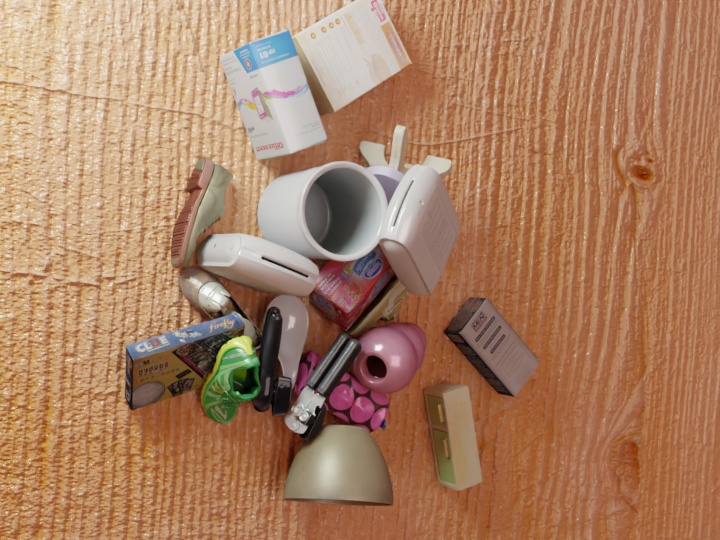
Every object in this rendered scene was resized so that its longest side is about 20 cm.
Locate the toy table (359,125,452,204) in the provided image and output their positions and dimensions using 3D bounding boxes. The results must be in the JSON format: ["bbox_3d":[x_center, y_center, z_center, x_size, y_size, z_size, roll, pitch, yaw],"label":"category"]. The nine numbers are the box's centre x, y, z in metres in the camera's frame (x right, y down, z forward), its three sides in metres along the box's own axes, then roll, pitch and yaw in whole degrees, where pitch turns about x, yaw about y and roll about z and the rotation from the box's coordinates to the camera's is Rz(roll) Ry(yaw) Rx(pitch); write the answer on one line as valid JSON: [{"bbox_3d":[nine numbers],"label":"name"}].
[{"bbox_3d":[0.069,-0.174,1.793,0.183,0.200,0.117,19,68,5],"label":"toy table"}]

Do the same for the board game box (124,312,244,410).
[{"bbox_3d":[-0.298,0.154,1.613,0.199,0.035,0.136,-16,141,-29],"label":"board game box"}]

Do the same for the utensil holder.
[{"bbox_3d":[-0.073,-0.102,1.686,0.169,0.200,0.171,-1,92,-29],"label":"utensil holder"}]

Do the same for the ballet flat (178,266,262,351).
[{"bbox_3d":[-0.237,0.069,1.673,0.200,0.067,0.068,48,69,-21],"label":"ballet flat"}]

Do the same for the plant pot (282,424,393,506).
[{"bbox_3d":[-0.037,0.354,1.732,0.200,0.200,0.135,12,71,-29],"label":"plant pot"}]

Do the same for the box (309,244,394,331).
[{"bbox_3d":[0.000,0.000,1.769,0.095,0.100,0.200,37,69,12],"label":"box"}]

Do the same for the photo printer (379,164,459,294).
[{"bbox_3d":[0.102,-0.074,1.660,0.167,0.069,0.200,-66,152,-20],"label":"photo printer"}]

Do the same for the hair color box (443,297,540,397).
[{"bbox_3d":[0.274,0.158,1.968,0.200,0.060,0.100,49,69,-22],"label":"hair color box"}]

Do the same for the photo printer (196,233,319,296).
[{"bbox_3d":[-0.174,-0.009,1.631,0.166,0.200,0.070,23,80,-29],"label":"photo printer"}]

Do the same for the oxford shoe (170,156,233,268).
[{"bbox_3d":[-0.272,-0.093,1.648,0.074,0.071,0.201,23,80,-31],"label":"oxford shoe"}]

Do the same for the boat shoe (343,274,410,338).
[{"bbox_3d":[0.050,0.062,1.832,0.200,0.074,0.066,-47,115,-15],"label":"boat shoe"}]

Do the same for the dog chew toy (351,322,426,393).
[{"bbox_3d":[0.066,0.154,1.801,0.200,0.124,0.125,-30,108,-61],"label":"dog chew toy"}]

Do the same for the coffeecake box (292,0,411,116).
[{"bbox_3d":[-0.025,-0.405,1.779,0.200,0.073,0.154,-36,107,-24],"label":"coffeecake box"}]

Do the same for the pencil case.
[{"bbox_3d":[-0.040,0.233,1.780,0.200,0.091,0.094,33,85,-24],"label":"pencil case"}]

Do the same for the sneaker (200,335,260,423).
[{"bbox_3d":[-0.221,0.203,1.634,0.074,0.084,0.200,-11,139,-34],"label":"sneaker"}]

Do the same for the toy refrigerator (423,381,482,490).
[{"bbox_3d":[0.183,0.333,1.912,0.070,0.076,0.201,-12,98,-29],"label":"toy refrigerator"}]

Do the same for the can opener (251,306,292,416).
[{"bbox_3d":[-0.160,0.160,1.672,0.078,0.063,0.201,-2,106,-22],"label":"can opener"}]

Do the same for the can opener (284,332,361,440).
[{"bbox_3d":[-0.066,0.206,1.701,0.200,0.053,0.066,-58,146,-4],"label":"can opener"}]

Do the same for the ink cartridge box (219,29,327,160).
[{"bbox_3d":[-0.153,-0.302,1.668,0.084,0.144,0.201,-27,104,-26],"label":"ink cartridge box"}]

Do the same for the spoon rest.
[{"bbox_3d":[-0.139,0.143,1.731,0.099,0.061,0.201,6,90,-41],"label":"spoon rest"}]
